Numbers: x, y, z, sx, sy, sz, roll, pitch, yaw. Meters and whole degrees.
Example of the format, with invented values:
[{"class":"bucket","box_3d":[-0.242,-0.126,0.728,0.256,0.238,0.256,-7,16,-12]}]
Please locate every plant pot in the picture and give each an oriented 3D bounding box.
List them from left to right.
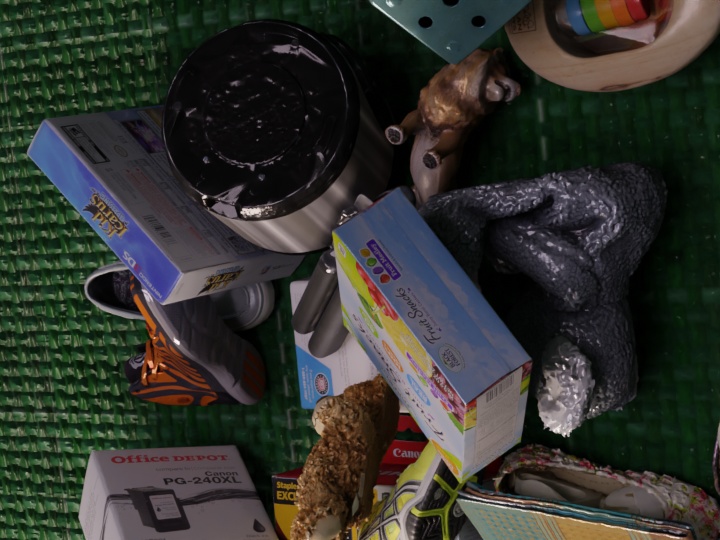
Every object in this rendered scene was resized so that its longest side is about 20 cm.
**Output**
[{"class":"plant pot","box_3d":[0.075,-0.266,1.529,0.141,0.200,0.141,34,127,-24]}]

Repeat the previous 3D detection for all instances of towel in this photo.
[{"class":"towel","box_3d":[0.189,0.227,1.609,0.199,0.022,0.147,7,147,29]}]

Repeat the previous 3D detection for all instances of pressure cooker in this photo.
[{"class":"pressure cooker","box_3d":[-0.063,-0.107,1.692,0.178,0.200,0.176,6,78,17]}]

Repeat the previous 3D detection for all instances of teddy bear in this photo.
[{"class":"teddy bear","box_3d":[-0.024,0.167,1.621,0.067,0.145,0.201,6,62,16]}]

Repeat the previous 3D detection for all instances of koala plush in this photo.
[{"class":"koala plush","box_3d":[0.163,0.025,1.564,0.183,0.177,0.201,-10,88,23]}]

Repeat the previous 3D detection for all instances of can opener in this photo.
[{"class":"can opener","box_3d":[0.000,0.000,1.645,0.053,0.067,0.200,54,149,17]}]

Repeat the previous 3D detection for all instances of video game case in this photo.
[{"class":"video game case","box_3d":[-0.169,-0.063,1.777,0.200,0.181,0.045,47,122,20]}]

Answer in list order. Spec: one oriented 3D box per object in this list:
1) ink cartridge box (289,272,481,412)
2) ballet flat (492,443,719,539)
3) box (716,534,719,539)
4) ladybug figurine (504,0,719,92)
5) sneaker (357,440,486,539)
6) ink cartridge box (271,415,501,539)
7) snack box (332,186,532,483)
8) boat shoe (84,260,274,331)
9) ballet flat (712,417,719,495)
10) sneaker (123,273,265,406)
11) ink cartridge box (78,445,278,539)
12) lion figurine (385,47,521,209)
[{"class":"ink cartridge box","box_3d":[0.041,0.060,1.716,0.200,0.068,0.116,0,98,36]},{"class":"ballet flat","box_3d":[0.195,0.194,1.631,0.200,0.064,0.076,10,103,34]},{"class":"box","box_3d":[0.353,0.255,1.431,0.123,0.200,0.199,-20,86,16]},{"class":"ladybug figurine","box_3d":[0.203,-0.209,1.551,0.200,0.072,0.136,-4,95,36]},{"class":"sneaker","box_3d":[0.037,0.202,1.640,0.076,0.075,0.200,37,109,38]},{"class":"ink cartridge box","box_3d":[0.025,0.219,1.745,0.200,0.084,0.176,-1,96,36]},{"class":"snack box","box_3d":[0.054,0.054,1.514,0.068,0.200,0.169,-33,70,-10]},{"class":"boat shoe","box_3d":[-0.174,0.024,1.863,0.200,0.071,0.070,4,101,35]},{"class":"ballet flat","box_3d":[0.305,0.085,1.528,0.069,0.071,0.201,15,106,34]},{"class":"sneaker","box_3d":[-0.178,0.070,1.803,0.112,0.200,0.078,-12,47,24]},{"class":"ink cartridge box","box_3d":[-0.160,0.245,1.793,0.200,0.145,0.084,-122,38,-54]},{"class":"lion figurine","box_3d":[0.064,-0.088,1.662,0.072,0.122,0.200,31,129,14]}]
